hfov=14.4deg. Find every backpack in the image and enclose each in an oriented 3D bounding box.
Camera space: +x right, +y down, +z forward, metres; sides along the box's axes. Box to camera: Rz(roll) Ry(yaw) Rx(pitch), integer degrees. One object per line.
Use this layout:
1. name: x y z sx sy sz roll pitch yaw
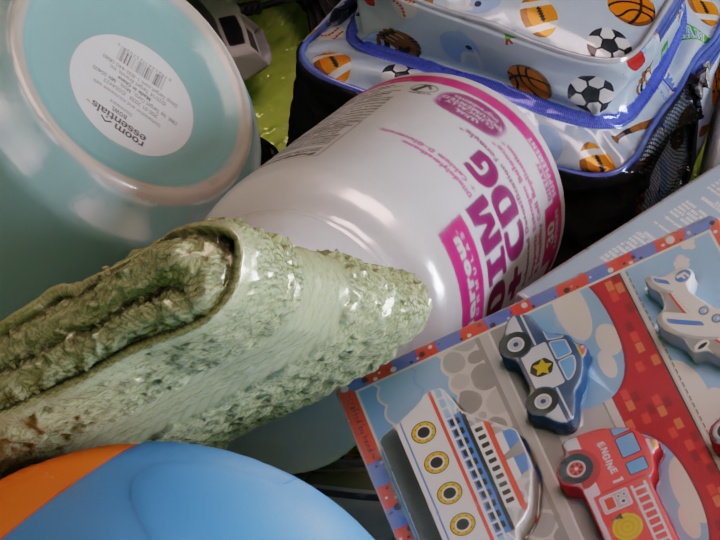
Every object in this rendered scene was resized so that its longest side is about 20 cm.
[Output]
1. backpack: 0.075 -0.095 1.280 0.200 0.154 0.191 25 36 13

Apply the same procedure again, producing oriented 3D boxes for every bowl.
1. bowl: -0.120 -0.054 1.165 0.201 0.105 0.201 23 48 -27

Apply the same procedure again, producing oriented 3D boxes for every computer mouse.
1. computer mouse: -0.084 -0.107 1.338 0.200 0.044 0.110 -14 53 -32

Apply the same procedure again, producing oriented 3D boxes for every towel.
1. towel: -0.084 0.044 0.981 0.148 0.200 0.037 15 51 -58

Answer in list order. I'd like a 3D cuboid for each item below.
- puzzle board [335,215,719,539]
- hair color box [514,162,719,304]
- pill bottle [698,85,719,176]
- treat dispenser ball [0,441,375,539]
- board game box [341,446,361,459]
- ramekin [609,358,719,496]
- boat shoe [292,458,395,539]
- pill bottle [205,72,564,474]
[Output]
1. puzzle board: 0.089 0.081 0.950 0.150 0.017 0.200 -24 50 1
2. hair color box: 0.142 0.016 1.169 0.200 0.099 0.061 -31 58 -35
3. pill bottle: 0.258 -0.045 1.288 0.200 0.112 0.112 14 43 3
4. treat dispenser ball: -0.070 0.157 0.942 0.200 0.201 0.201 6 43 -5
5. board game box: 0.071 0.080 1.179 0.200 0.032 0.120 -3 42 -14
6. ramekin: 0.140 0.109 1.045 0.098 0.201 0.201 17 43 17
7. boat shoe: -0.004 0.104 1.082 0.200 0.072 0.062 -1 28 22
8. pill bottle: 0.000 0.000 1.123 0.113 0.114 0.200 23 26 13
